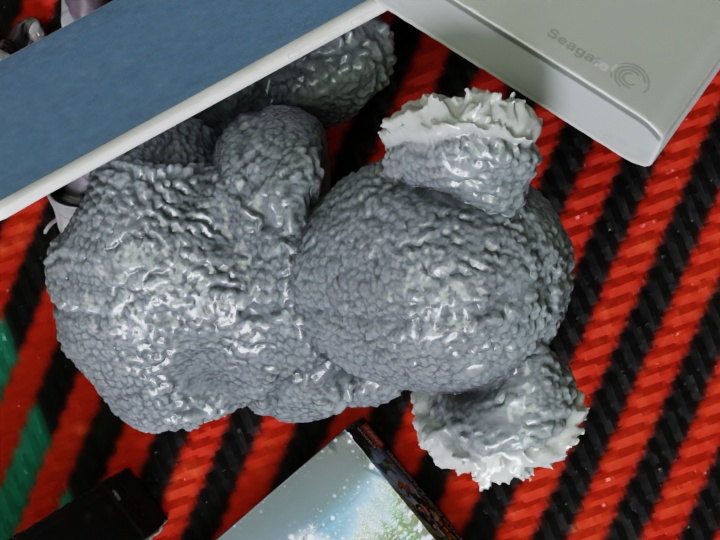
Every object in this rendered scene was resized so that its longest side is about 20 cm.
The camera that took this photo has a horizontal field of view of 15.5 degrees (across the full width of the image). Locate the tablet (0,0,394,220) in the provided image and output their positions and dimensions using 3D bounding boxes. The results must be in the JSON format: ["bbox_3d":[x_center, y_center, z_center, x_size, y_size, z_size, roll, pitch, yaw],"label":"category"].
[{"bbox_3d":[-0.082,-0.085,1.057,0.199,0.130,0.014,-30,120,-13],"label":"tablet"}]

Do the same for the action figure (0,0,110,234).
[{"bbox_3d":[-0.106,-0.102,1.157,0.129,0.069,0.201,12,101,4],"label":"action figure"}]

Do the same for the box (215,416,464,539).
[{"bbox_3d":[-0.032,0.182,1.177,0.200,0.038,0.137,-41,86,13],"label":"box"}]

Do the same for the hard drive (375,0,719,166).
[{"bbox_3d":[0.106,-0.142,1.053,0.132,0.200,0.026,33,143,8],"label":"hard drive"}]

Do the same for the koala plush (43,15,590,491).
[{"bbox_3d":[0.000,0.000,1.038,0.199,0.183,0.178,10,113,39],"label":"koala plush"}]

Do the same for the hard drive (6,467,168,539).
[{"bbox_3d":[-0.166,0.155,1.123,0.140,0.200,0.038,-40,88,12],"label":"hard drive"}]
